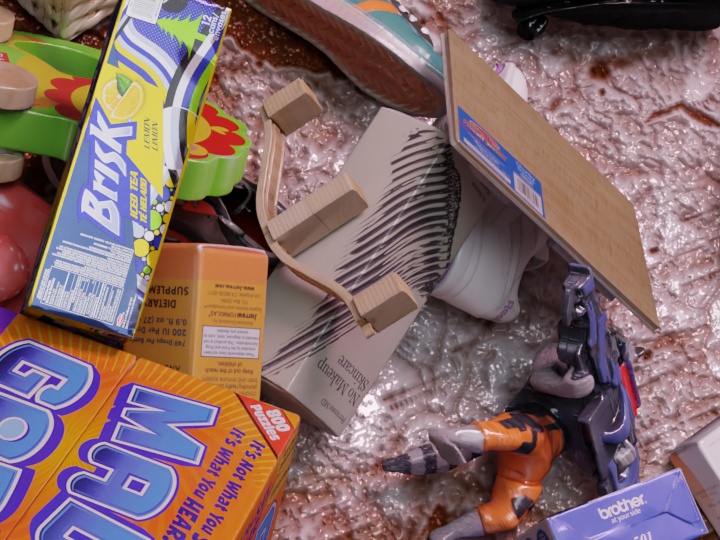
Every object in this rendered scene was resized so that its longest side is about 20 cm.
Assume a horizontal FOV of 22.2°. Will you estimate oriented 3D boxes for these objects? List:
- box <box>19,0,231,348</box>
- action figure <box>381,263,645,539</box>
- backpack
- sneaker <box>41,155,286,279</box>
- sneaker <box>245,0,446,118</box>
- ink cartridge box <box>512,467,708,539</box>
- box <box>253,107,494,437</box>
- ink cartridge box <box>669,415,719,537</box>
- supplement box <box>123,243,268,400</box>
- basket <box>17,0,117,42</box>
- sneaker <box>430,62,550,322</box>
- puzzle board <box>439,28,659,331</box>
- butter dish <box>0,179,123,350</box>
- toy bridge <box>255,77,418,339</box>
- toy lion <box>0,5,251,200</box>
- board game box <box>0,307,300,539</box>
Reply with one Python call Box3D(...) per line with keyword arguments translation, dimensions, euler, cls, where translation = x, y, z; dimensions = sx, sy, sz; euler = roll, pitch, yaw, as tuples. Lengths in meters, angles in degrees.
Box3D(translation=(-0.135, -0.061, 1.052), dimensions=(0.064, 0.070, 0.201), euler=(19, 79, -12), cls="box")
Box3D(translation=(0.113, 0.083, 1.212), dimensions=(0.193, 0.201, 0.104), euler=(-32, 36, -32), cls="action figure")
Box3D(translation=(0.208, -0.254, 1.363), dimensions=(0.199, 0.167, 0.127), euler=(4, 62, -21), cls="backpack")
Box3D(translation=(-0.116, -0.057, 1.225), dimensions=(0.199, 0.082, 0.077), euler=(26, 64, -5), cls="sneaker")
Box3D(translation=(-0.001, -0.192, 1.317), dimensions=(0.200, 0.071, 0.080), euler=(37, 65, 7), cls="sneaker")
Box3D(translation=(0.127, 0.180, 1.133), dimensions=(0.094, 0.200, 0.044), euler=(-16, 74, -22), cls="ink cartridge box")
Box3D(translation=(0.000, 0.000, 1.198), dimensions=(0.068, 0.082, 0.201), euler=(24, 78, 37), cls="box")
Box3D(translation=(0.334, 0.169, 1.291), dimensions=(0.162, 0.050, 0.201), euler=(-30, 88, -25), cls="ink cartridge box")
Box3D(translation=(-0.106, 0.085, 1.136), dimensions=(0.069, 0.066, 0.201), euler=(4, 88, -51), cls="supplement box")
Box3D(translation=(-0.170, -0.268, 1.262), dimensions=(0.200, 0.136, 0.123), euler=(-37, 79, -25), cls="basket")
Box3D(translation=(0.092, -0.054, 1.303), dimensions=(0.099, 0.075, 0.201), euler=(31, 58, -28), cls="sneaker")
Box3D(translation=(0.123, -0.060, 1.230), dimensions=(0.200, 0.017, 0.151), euler=(40, 26, -24), cls="puzzle board")
Box3D(translation=(-0.231, 0.021, 1.125), dimensions=(0.199, 0.148, 0.200), euler=(37, 64, 2), cls="butter dish")
Box3D(translation=(-0.028, -0.033, 1.164), dimensions=(0.067, 0.027, 0.201), euler=(-32, 53, 9), cls="toy bridge")
Box3D(translation=(-0.170, -0.102, 1.177), dimensions=(0.191, 0.069, 0.200), euler=(8, 23, -22), cls="toy lion")
Box3D(translation=(-0.171, 0.175, 0.989), dimensions=(0.199, 0.201, 0.200), euler=(19, 32, 7), cls="board game box")
